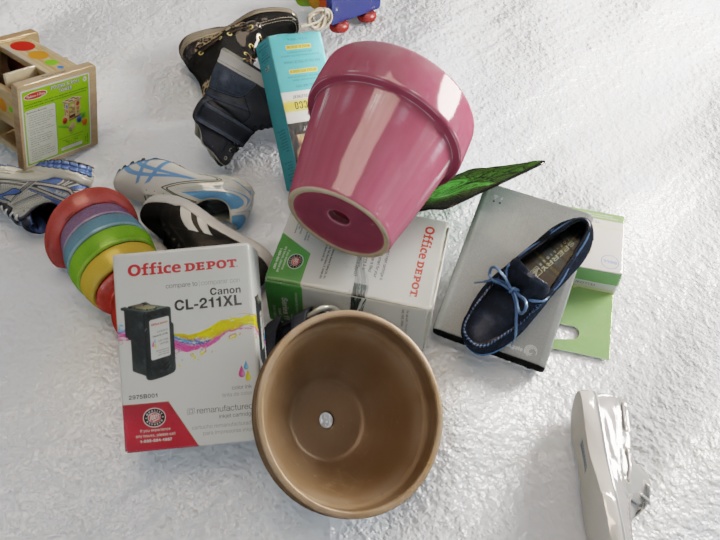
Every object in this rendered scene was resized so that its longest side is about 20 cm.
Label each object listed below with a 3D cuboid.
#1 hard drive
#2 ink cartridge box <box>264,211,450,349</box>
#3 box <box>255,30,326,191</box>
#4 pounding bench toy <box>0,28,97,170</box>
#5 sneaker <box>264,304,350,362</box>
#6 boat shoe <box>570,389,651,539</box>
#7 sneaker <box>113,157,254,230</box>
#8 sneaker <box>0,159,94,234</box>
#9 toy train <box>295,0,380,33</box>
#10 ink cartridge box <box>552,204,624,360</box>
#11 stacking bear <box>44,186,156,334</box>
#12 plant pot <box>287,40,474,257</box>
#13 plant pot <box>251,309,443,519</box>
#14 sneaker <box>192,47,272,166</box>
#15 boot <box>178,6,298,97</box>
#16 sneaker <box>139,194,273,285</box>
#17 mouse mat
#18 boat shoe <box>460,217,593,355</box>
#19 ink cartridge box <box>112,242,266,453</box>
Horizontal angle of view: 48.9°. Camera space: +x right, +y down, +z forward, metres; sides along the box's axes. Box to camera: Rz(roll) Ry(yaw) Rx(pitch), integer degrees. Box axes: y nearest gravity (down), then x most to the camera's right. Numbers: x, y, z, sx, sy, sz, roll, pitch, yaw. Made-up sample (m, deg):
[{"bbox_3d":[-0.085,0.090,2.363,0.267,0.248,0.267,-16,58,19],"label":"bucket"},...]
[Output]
[{"bbox_3d":[0.185,0.006,0.956,0.138,0.033,0.202,19,74,13],"label":"hard drive"},{"bbox_3d":[0.000,0.000,0.964,0.197,0.084,0.148,11,50,9],"label":"ink cartridge box"},{"bbox_3d":[-0.077,-0.216,1.075,0.081,0.049,0.203,-14,94,-27],"label":"box"},{"bbox_3d":[-0.490,-0.229,1.082,0.155,0.125,0.200,31,41,22],"label":"pounding bench toy"},{"bbox_3d":[-0.069,0.082,0.901,0.197,0.080,0.079,-4,52,-3],"label":"sneaker"},{"bbox_3d":[0.263,0.215,0.814,0.068,0.073,0.201,3,42,1],"label":"boat shoe"},{"bbox_3d":[-0.240,-0.099,1.049,0.197,0.072,0.073,9,58,10],"label":"sneaker"},{"bbox_3d":[-0.443,-0.091,1.031,0.197,0.077,0.086,-5,82,17],"label":"sneaker"},{"bbox_3d":[-0.067,-0.450,1.319,0.115,0.085,0.199,28,44,34],"label":"toy train"},{"bbox_3d":[0.252,0.004,0.993,0.144,0.048,0.201,11,50,8],"label":"ink cartridge box"},{"bbox_3d":[-0.285,0.006,0.942,0.121,0.114,0.200,-28,61,-22],"label":"stacking bear"},{"bbox_3d":[0.010,-0.124,0.904,0.198,0.201,0.180,20,66,14],"label":"plant pot"},{"bbox_3d":[-0.023,0.150,0.814,0.198,0.093,0.204,7,71,-21],"label":"plant pot"},{"bbox_3d":[-0.143,-0.204,1.136,0.201,0.147,0.077,25,7,-30],"label":"sneaker"},{"bbox_3d":[-0.174,-0.329,1.233,0.198,0.074,0.151,-17,52,-10],"label":"boot"},{"bbox_3d":[-0.216,-0.017,0.979,0.198,0.074,0.112,25,53,16],"label":"sneaker"},{"bbox_3d":[0.123,-0.106,1.018,0.160,0.008,0.200,-26,11,-20],"label":"mouse mat"},{"bbox_3d":[0.185,0.007,0.900,0.084,0.069,0.200,37,81,17],"label":"boat shoe"},{"bbox_3d":[-0.175,0.078,0.832,0.144,0.083,0.203,-6,86,-1],"label":"ink cartridge box"}]
